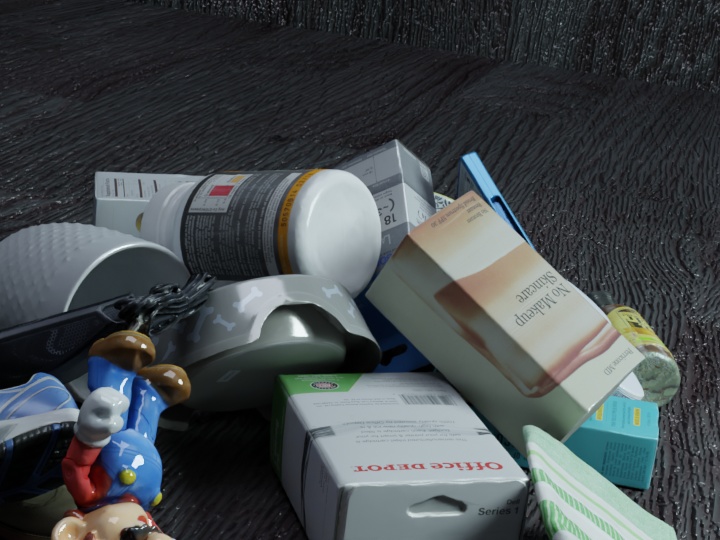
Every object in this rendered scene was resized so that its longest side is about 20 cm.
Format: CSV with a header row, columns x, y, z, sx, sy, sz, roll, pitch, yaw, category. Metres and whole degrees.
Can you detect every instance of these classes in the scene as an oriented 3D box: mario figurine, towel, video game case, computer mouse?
x,y,z,sx,sy,sz,roll,pitch,yaw,category
-0.142,0.144,0.949,0.123,0.201,0.106,20,-33,-25,mario figurine
0.182,0.192,1.020,0.152,0.023,0.200,38,15,-10,towel
0.138,0.009,1.315,0.018,0.143,0.200,-21,61,-13,video game case
-0.208,0.055,1.076,0.199,0.053,0.138,-15,4,16,computer mouse

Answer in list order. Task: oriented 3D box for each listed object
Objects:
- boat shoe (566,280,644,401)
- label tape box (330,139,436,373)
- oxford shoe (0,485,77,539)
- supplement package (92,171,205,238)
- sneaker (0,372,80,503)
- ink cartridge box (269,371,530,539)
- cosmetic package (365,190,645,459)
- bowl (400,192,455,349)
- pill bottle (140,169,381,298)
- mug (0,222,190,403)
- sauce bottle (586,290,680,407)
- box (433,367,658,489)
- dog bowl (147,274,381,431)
x,y,z,sx,sy,sz,roll,pitch,yaw,category
0.204,0.079,1.375,0.072,0.068,0.200,28,23,-28,boat shoe
0.000,0.000,1.313,0.144,0.201,0.063,-24,-37,24,label tape box
-0.249,0.140,1.061,0.070,0.075,0.200,-12,26,-44,oxford shoe
-0.184,-0.035,1.544,0.199,0.114,0.110,1,18,-11,supplement package
-0.285,0.132,1.007,0.199,0.076,0.077,-17,44,-12,sneaker
0.023,0.151,1.102,0.145,0.085,0.200,1,19,-16,ink cartridge box
0.116,0.045,1.179,0.200,0.087,0.103,44,44,11,cosmetic package
0.078,0.025,1.433,0.200,0.094,0.201,27,36,-22,bowl
-0.090,-0.030,1.274,0.199,0.117,0.116,3,13,38,pill bottle
-0.271,0.037,1.260,0.175,0.148,0.200,16,26,42,mug
0.260,0.071,1.453,0.064,0.065,0.200,3,20,-9,sauce bottle
0.154,0.133,1.257,0.199,0.049,0.082,10,18,8,box
-0.085,0.067,1.184,0.199,0.200,0.059,-4,64,-28,dog bowl
